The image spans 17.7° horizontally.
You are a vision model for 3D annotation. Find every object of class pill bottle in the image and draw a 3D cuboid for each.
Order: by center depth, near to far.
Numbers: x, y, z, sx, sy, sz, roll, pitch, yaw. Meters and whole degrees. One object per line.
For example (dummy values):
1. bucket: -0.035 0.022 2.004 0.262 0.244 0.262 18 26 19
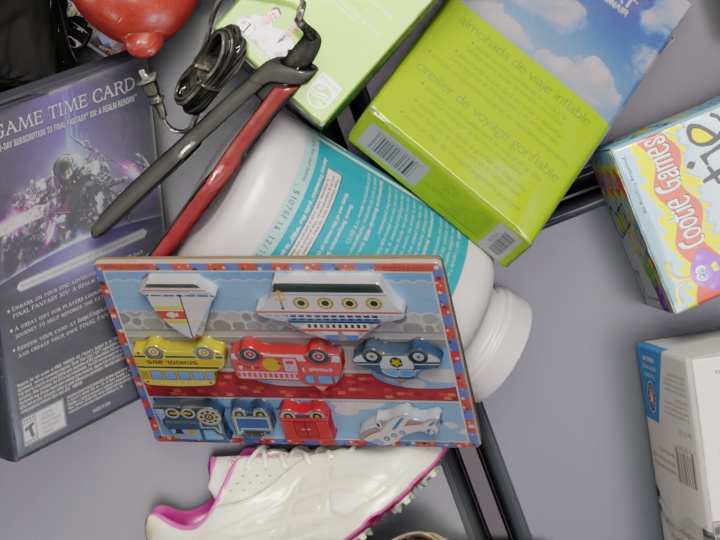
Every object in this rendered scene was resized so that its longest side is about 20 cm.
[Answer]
1. pill bottle: 0.000 0.000 1.328 0.199 0.111 0.111 31 90 -17

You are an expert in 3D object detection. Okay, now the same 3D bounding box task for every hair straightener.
1. hair straightener: -0.091 -0.083 1.247 0.077 0.041 0.200 40 124 -2

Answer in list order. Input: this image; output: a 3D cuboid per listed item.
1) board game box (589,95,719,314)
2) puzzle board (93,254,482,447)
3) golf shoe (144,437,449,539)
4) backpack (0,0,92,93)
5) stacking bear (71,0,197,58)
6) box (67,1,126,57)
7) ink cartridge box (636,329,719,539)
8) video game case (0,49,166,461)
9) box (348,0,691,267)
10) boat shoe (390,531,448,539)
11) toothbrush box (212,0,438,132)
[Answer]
1. board game box: 0.248 -0.061 1.350 0.199 0.105 0.104 -22 93 -1
2. puzzle board: -0.040 0.049 1.297 0.198 0.017 0.151 0 136 14
3. golf shoe: -0.038 0.132 1.362 0.199 0.075 0.092 -35 90 -2
4. backpack: -0.232 -0.201 1.268 0.126 0.167 0.202 -1 89 19
5. stacking bear: -0.086 -0.211 1.273 0.121 0.114 0.201 37 80 -4
6. box: -0.123 -0.227 1.363 0.110 0.035 0.201 34 90 -3
7. ink cartridge box: 0.224 0.139 1.335 0.085 0.146 0.202 -10 93 -4
8. video game case: -0.162 -0.011 1.303 0.019 0.142 0.202 9 113 37
9. box: 0.095 -0.116 1.338 0.122 0.048 0.200 39 61 -4
10. boat shoe: 0.038 0.191 1.337 0.199 0.076 0.072 -11 132 -26
11. toothbrush box: 0.012 -0.180 1.315 0.086 0.146 0.200 40 89 -3
